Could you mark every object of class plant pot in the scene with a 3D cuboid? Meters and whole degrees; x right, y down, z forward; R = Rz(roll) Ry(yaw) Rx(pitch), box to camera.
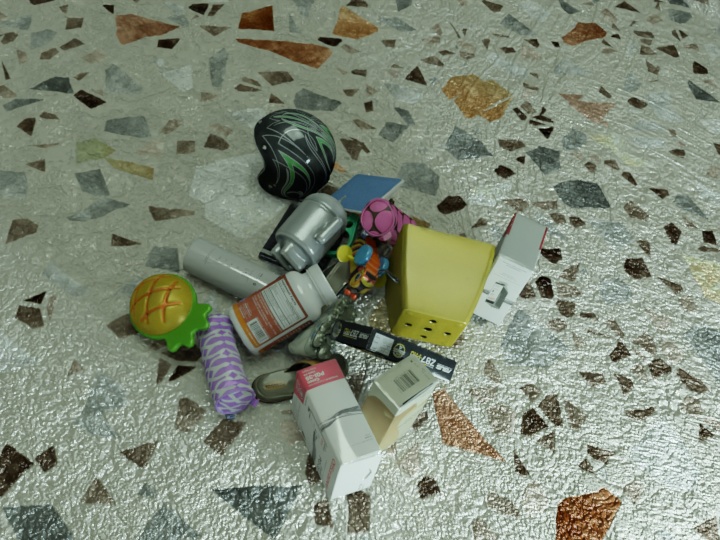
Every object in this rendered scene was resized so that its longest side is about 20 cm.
[{"bbox_3d":[0.152,0.045,1.620,0.199,0.200,0.177,14,62,-4],"label":"plant pot"}]

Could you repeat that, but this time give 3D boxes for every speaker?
[{"bbox_3d":[-0.270,0.005,1.622,0.199,0.081,0.081,25,50,9],"label":"speaker"}]

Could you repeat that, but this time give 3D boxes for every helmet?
[{"bbox_3d":[-0.155,-0.281,1.813,0.199,0.191,0.201,7,49,-8],"label":"helmet"}]

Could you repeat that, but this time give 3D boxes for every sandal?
[{"bbox_3d":[-0.115,0.204,1.508,0.199,0.055,0.082,-9,53,-19],"label":"sandal"}]

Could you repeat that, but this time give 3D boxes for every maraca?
[{"bbox_3d":[-0.374,0.080,1.509,0.200,0.107,0.137,32,78,32],"label":"maraca"}]

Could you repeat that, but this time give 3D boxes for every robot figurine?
[{"bbox_3d":[-0.106,-0.088,1.678,0.169,0.113,0.200,8,53,52],"label":"robot figurine"}]

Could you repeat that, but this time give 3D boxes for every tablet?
[{"bbox_3d":[0.003,-0.177,1.784,0.130,0.014,0.200,-42,29,-19],"label":"tablet"}]

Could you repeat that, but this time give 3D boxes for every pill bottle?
[{"bbox_3d":[-0.150,0.072,1.528,0.199,0.112,0.112,-30,59,-3],"label":"pill bottle"}]

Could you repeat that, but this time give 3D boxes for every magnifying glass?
[{"bbox_3d":[-0.020,-0.107,1.751,0.079,0.022,0.200,29,66,29],"label":"magnifying glass"}]

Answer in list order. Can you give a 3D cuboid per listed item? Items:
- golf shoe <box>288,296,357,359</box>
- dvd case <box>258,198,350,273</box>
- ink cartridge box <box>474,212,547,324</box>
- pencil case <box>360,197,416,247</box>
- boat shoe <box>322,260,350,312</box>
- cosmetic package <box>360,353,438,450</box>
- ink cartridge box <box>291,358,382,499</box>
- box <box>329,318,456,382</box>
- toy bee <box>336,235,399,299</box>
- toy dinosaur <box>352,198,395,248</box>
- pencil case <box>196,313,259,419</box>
[{"bbox_3d":[-0.078,0.112,1.582,0.097,0.079,0.200,-8,18,29],"label":"golf shoe"},{"bbox_3d":[-0.124,-0.072,1.762,0.148,0.016,0.200,22,49,5],"label":"dvd case"},{"bbox_3d":[0.320,-0.001,1.684,0.083,0.200,0.147,25,50,5],"label":"ink cartridge box"},{"bbox_3d":[0.068,-0.093,1.697,0.091,0.200,0.094,-40,71,13],"label":"pencil case"},{"bbox_3d":[-0.086,0.047,1.655,0.067,0.057,0.200,51,58,-6],"label":"boat shoe"},{"bbox_3d":[0.059,0.250,1.414,0.105,0.200,0.071,-30,66,-30],"label":"cosmetic package"},{"bbox_3d":[-0.048,0.287,1.394,0.082,0.147,0.200,-14,55,-22],"label":"ink cartridge box"},{"bbox_3d":[0.061,0.151,1.485,0.199,0.161,0.049,24,84,-27],"label":"box"},{"bbox_3d":[0.000,0.000,1.619,0.131,0.109,0.200,42,12,-7],"label":"toy bee"},{"bbox_3d":[0.014,-0.149,1.819,0.102,0.077,0.200,-17,59,-33],"label":"toy dinosaur"},{"bbox_3d":[-0.257,0.177,1.479,0.085,0.084,0.201,-1,50,-29],"label":"pencil case"}]
